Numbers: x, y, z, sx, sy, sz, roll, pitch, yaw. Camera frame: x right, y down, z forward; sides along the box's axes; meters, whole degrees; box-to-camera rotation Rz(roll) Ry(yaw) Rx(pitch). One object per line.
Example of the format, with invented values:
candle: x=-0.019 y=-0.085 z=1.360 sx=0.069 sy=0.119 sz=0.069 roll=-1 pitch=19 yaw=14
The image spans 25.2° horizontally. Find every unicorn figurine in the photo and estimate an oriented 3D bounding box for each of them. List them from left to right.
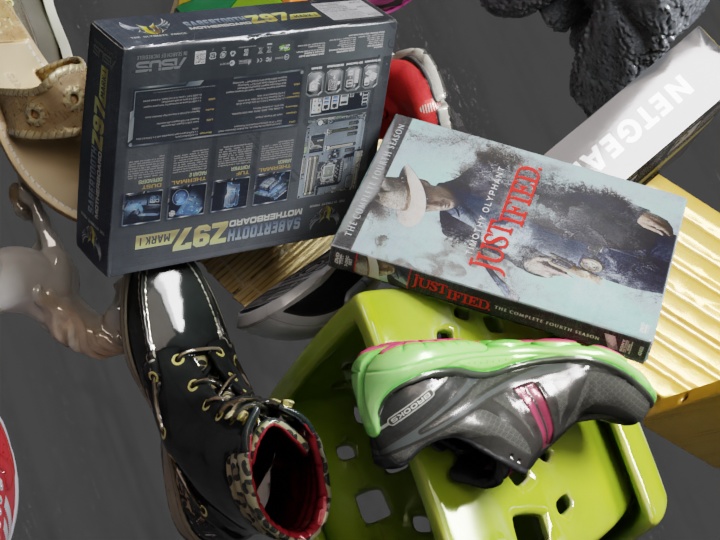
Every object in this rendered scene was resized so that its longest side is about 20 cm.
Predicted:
unicorn figurine: x=-0.221 y=-0.002 z=1.073 sx=0.200 sy=0.074 sz=0.137 roll=-7 pitch=77 yaw=-38

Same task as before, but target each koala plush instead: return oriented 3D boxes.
koala plush: x=0.235 y=-0.251 z=1.273 sx=0.200 sy=0.184 sz=0.177 roll=-34 pitch=80 yaw=-37

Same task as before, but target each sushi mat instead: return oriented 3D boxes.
sushi mat: x=-0.027 y=-0.041 z=1.184 sx=0.096 sy=0.012 sz=0.200 roll=45 pitch=63 yaw=6

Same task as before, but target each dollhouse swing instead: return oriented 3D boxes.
dollhouse swing: x=0.266 y=0.006 z=1.169 sx=0.176 sy=0.182 sz=0.200 roll=41 pitch=63 yaw=-8

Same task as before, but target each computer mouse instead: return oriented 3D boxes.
computer mouse: x=0.000 y=0.000 z=1.102 sx=0.200 sy=0.110 sz=0.044 roll=-35 pitch=100 yaw=-29

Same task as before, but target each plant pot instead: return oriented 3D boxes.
plant pot: x=0.071 y=0.124 z=1.042 sx=0.181 sy=0.200 sz=0.199 roll=-11 pitch=70 yaw=-27

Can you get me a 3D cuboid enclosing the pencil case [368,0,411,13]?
pencil case: x=-0.010 y=-0.302 z=1.258 sx=0.091 sy=0.094 sz=0.200 roll=-21 pitch=73 yaw=-4

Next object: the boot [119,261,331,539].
boot: x=-0.083 y=0.077 z=1.012 sx=0.073 sy=0.154 sz=0.204 roll=-12 pitch=90 yaw=-28

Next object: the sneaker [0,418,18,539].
sneaker: x=-0.244 y=0.161 z=0.979 sx=0.071 sy=0.112 sz=0.200 roll=6 pitch=66 yaw=-14

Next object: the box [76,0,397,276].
box: x=-0.079 y=-0.088 z=1.031 sx=0.200 sy=0.158 sz=0.051 roll=-12 pitch=35 yaw=-31

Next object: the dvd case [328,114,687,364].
dvd case: x=0.095 y=-0.024 z=1.002 sx=0.200 sy=0.022 sz=0.146 roll=17 pitch=43 yaw=9

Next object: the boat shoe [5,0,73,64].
boat shoe: x=-0.239 y=-0.154 z=1.143 sx=0.060 sy=0.072 sz=0.202 roll=-10 pitch=64 yaw=-19

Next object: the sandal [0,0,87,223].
sandal: x=-0.209 y=-0.117 z=1.052 sx=0.078 sy=0.070 sz=0.212 roll=-35 pitch=76 yaw=-24

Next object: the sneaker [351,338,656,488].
sneaker: x=0.081 y=0.081 z=0.919 sx=0.200 sy=0.077 sz=0.084 roll=1 pitch=86 yaw=-29

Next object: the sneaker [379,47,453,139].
sneaker: x=-0.001 y=-0.116 z=1.144 sx=0.085 sy=0.200 sz=0.077 roll=-22 pitch=112 yaw=-21

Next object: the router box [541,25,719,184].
router box: x=0.168 y=-0.070 z=1.150 sx=0.200 sy=0.157 sz=0.052 roll=-39 pitch=82 yaw=-15

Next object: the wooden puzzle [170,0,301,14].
wooden puzzle: x=-0.076 y=-0.220 z=1.164 sx=0.037 sy=0.185 sz=0.200 roll=40 pitch=54 yaw=-36
